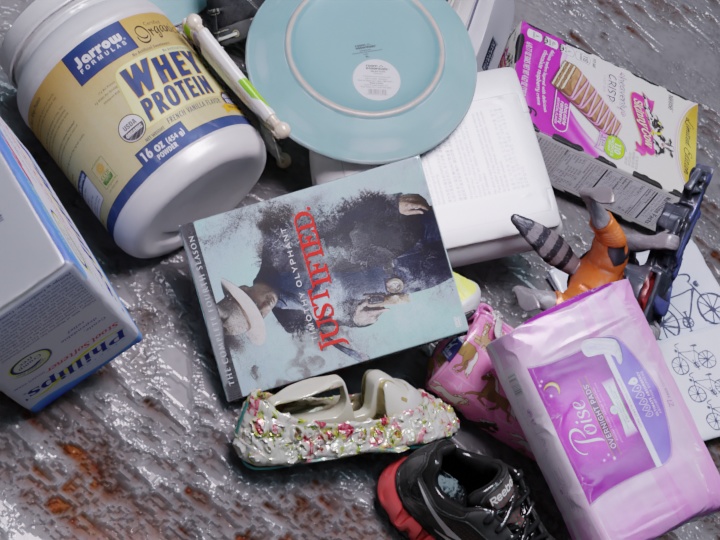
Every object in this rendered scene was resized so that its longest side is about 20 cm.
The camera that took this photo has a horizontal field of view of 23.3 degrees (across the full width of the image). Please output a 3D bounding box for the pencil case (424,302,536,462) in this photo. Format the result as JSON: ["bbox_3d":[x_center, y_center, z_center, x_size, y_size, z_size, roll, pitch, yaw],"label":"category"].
[{"bbox_3d":[0.150,0.109,1.430,0.199,0.087,0.083,33,66,-3],"label":"pencil case"}]

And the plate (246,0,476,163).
[{"bbox_3d":[0.003,-0.183,1.477,0.198,0.026,0.202,4,63,-7],"label":"plate"}]

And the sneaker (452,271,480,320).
[{"bbox_3d":[0.000,0.000,1.404,0.198,0.077,0.076,10,32,5],"label":"sneaker"}]

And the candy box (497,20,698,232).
[{"bbox_3d":[0.219,-0.134,1.645,0.199,0.061,0.137,23,48,-14],"label":"candy box"}]

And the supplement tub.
[{"bbox_3d":[-0.185,-0.126,1.401,0.144,0.145,0.200,-28,72,-37],"label":"supplement tub"}]

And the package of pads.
[{"bbox_3d":[0.190,0.120,1.352,0.120,0.076,0.201,-23,84,-16],"label":"package of pads"}]

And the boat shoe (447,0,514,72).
[{"bbox_3d":[0.083,-0.188,1.623,0.065,0.072,0.201,8,65,28],"label":"boat shoe"}]

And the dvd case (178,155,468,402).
[{"bbox_3d":[-0.028,0.007,1.368,0.198,0.022,0.147,-16,88,0],"label":"dvd case"}]

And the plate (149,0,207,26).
[{"bbox_3d":[-0.219,-0.303,1.587,0.198,0.026,0.202,13,53,-18],"label":"plate"}]

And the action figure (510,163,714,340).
[{"bbox_3d":[0.217,-0.017,1.487,0.104,0.193,0.201,20,83,35],"label":"action figure"}]

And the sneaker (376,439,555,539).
[{"bbox_3d":[0.108,0.202,1.340,0.200,0.098,0.071,39,48,2],"label":"sneaker"}]

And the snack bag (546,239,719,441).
[{"bbox_3d":[0.284,0.062,1.572,0.187,0.021,0.201,-12,63,-31],"label":"snack bag"}]

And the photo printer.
[{"bbox_3d":[0.058,-0.080,1.501,0.198,0.070,0.168,-12,75,-14],"label":"photo printer"}]

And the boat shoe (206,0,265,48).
[{"bbox_3d":[-0.039,-0.242,1.569,0.198,0.072,0.068,-9,94,-3],"label":"boat shoe"}]

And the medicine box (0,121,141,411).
[{"bbox_3d":[-0.261,-0.020,1.235,0.102,0.200,0.183,-33,72,-3],"label":"medicine box"}]

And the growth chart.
[{"bbox_3d":[-0.104,-0.149,1.447,0.018,0.200,0.145,-38,86,-4],"label":"growth chart"}]

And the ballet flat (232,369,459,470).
[{"bbox_3d":[-0.006,0.112,1.361,0.198,0.065,0.076,-7,22,-29],"label":"ballet flat"}]
